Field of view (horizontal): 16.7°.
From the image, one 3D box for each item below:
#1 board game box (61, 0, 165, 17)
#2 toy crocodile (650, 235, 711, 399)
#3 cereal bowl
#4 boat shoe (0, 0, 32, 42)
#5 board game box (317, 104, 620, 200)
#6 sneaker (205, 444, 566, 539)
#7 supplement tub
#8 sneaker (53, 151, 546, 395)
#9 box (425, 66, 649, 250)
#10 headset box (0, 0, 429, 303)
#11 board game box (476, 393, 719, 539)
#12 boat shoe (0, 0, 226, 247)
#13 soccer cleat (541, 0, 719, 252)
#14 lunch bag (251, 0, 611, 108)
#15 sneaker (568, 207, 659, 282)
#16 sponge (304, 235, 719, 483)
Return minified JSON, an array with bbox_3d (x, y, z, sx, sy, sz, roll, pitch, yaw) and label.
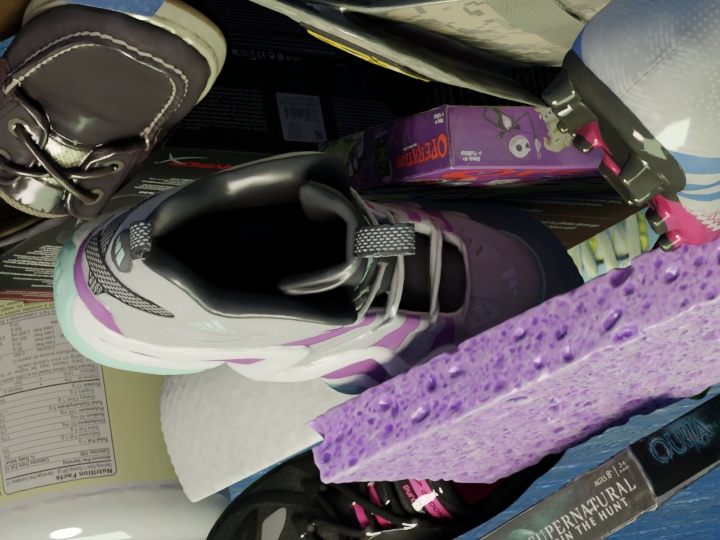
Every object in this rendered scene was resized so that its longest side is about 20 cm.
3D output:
[{"bbox_3d":[-0.064,-0.158,0.680,0.135,0.035,0.200,5,138,-42],"label":"board game box"},{"bbox_3d":[0.141,0.005,1.024,0.062,0.068,0.200,31,166,3],"label":"toy crocodile"},{"bbox_3d":[-0.003,0.023,1.069,0.200,0.083,0.200,-26,176,-2],"label":"cereal bowl"},{"bbox_3d":[-0.139,-0.117,0.855,0.073,0.063,0.200,-31,180,-35],"label":"boat shoe"},{"bbox_3d":[0.097,-0.046,0.974,0.199,0.032,0.120,-1,172,-24],"label":"board game box"},{"bbox_3d":[0.009,0.097,1.068,0.200,0.077,0.084,-36,174,-13],"label":"sneaker"},{"bbox_3d":[-0.143,0.085,1.247,0.145,0.201,0.145,-10,164,-3],"label":"supplement tub"},{"bbox_3d":[0.000,0.000,0.889,0.199,0.078,0.140,-3,169,-25],"label":"sneaker"},{"bbox_3d":[0.097,-0.067,1.119,0.100,0.075,0.200,3,160,-36],"label":"box"},{"bbox_3d":[-0.088,-0.045,1.066,0.149,0.077,0.200,2,160,-39],"label":"headset box"},{"bbox_3d":[0.090,0.103,1.031,0.135,0.028,0.200,-23,169,-47],"label":"board game box"},{"bbox_3d":[-0.108,-0.049,0.878,0.072,0.065,0.200,26,158,-21],"label":"boat shoe"},{"bbox_3d":[0.109,-0.056,0.766,0.086,0.070,0.200,-41,174,4],"label":"soccer cleat"},{"bbox_3d":[0.046,-0.122,0.829,0.200,0.118,0.164,-14,169,24],"label":"lunch bag"},{"bbox_3d":[0.109,-0.013,1.293,0.199,0.080,0.131,-14,164,9],"label":"sneaker"},{"bbox_3d":[0.089,0.035,0.918,0.200,0.030,0.111,-28,159,32],"label":"sponge"}]
